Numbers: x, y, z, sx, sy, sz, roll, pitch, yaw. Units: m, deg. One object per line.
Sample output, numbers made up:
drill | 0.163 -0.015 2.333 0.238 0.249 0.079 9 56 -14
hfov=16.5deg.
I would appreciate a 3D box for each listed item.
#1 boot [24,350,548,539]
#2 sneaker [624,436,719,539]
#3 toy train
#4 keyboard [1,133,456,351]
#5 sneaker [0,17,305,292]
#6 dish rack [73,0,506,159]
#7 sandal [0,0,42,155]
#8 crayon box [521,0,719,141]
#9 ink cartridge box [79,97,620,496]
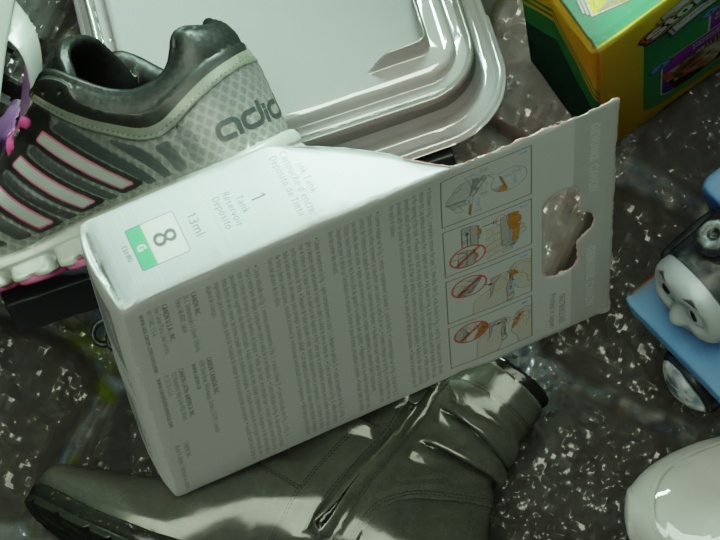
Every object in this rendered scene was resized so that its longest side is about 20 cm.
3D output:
boot | -0.029 0.077 1.039 0.199 0.068 0.131 13 71 8
sneaker | 0.204 0.083 0.980 0.199 0.100 0.075 -2 62 4
toy train | 0.195 -0.025 0.988 0.200 0.114 0.087 -39 54 -3
keyboard | -0.056 -0.019 1.039 0.199 0.021 0.127 -19 42 3
sneaker | -0.114 -0.046 0.983 0.199 0.074 0.088 -16 94 26
dish rack | -0.042 -0.127 1.052 0.171 0.044 0.200 -18 61 4
sandal | -0.163 -0.083 1.078 0.050 0.082 0.203 12 88 -35
crayon box | 0.159 -0.143 0.991 0.200 0.173 0.058 -36 78 -1
ink cartridge box | 0.000 0.000 0.956 0.200 0.161 0.050 -25 61 -10
